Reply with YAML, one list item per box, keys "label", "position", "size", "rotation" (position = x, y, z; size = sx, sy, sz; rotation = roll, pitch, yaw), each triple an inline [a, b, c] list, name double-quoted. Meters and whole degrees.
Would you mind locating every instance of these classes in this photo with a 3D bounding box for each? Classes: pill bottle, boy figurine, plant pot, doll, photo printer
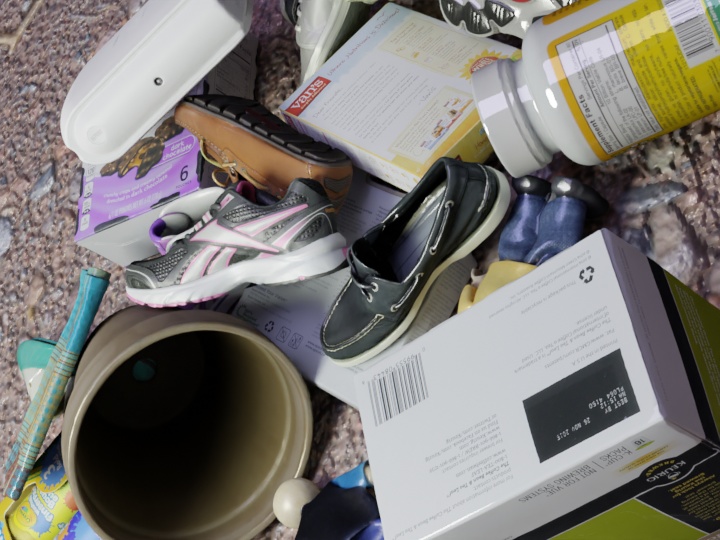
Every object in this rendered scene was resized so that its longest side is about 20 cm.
- label: "pill bottle"
  position: [0.183, -0.143, 1.107]
  size: [0.198, 0.113, 0.114]
  rotation: [-24, 54, 18]
- label: "boy figurine"
  position: [0.122, 0.032, 1.132]
  size: [0.123, 0.064, 0.203]
  rotation: [4, 73, 45]
- label: "plant pot"
  position: [-0.157, 0.108, 1.277]
  size: [0.201, 0.199, 0.173]
  rotation: [-56, 28, 4]
- label: "doll"
  position: [-0.005, 0.212, 1.167]
  size: [0.199, 0.048, 0.137]
  rotation: [32, 91, 46]
- label: "photo printer"
  position: [-0.183, -0.184, 1.375]
  size: [0.200, 0.069, 0.167]
  rotation: [-41, 19, 16]

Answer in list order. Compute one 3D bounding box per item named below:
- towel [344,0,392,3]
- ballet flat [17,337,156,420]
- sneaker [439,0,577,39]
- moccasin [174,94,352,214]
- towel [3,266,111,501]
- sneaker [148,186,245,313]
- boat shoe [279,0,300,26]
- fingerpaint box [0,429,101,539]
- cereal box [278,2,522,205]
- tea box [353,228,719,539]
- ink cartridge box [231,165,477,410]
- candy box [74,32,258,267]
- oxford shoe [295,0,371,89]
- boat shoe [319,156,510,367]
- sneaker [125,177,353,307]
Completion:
- label: "towel"
  position: [0.077, -0.270, 1.284]
  size: [0.199, 0.148, 0.037]
  rotation: [-26, 90, 30]
- label: "ballet flat"
  position: [-0.265, 0.105, 1.436]
  size: [0.198, 0.068, 0.071]
  rotation: [3, 51, 42]
- label: "sneaker"
  position: [0.157, -0.211, 1.217]
  size: [0.199, 0.083, 0.082]
  rotation: [28, 125, 32]
- label: "moccasin"
  position: [-0.087, -0.094, 1.314]
  size: [0.200, 0.073, 0.079]
  rotation: [29, 116, 32]
- label: "towel"
  position: [-0.263, 0.090, 1.341]
  size: [0.147, 0.021, 0.202]
  rotation: [-179, 112, -78]
- label: "sneaker"
  position: [-0.161, -0.001, 1.368]
  size: [0.200, 0.114, 0.073]
  rotation: [-45, 47, 21]
- label: "boat shoe"
  position: [0.004, -0.291, 1.396]
  size: [0.200, 0.072, 0.068]
  rotation: [-46, 42, 12]
- label: "fingerpaint box"
  position: [-0.241, 0.254, 1.341]
  size: [0.167, 0.073, 0.201]
  rotation: [-48, 45, 12]
- label: "cereal box"
  position: [0.042, -0.140, 1.278]
  size: [0.144, 0.040, 0.199]
  rotation: [-44, 41, -14]
- label: "tea box"
  position: [0.137, 0.105, 0.986]
  size: [0.199, 0.196, 0.135]
  rotation: [-31, 52, 26]
- label: "ink cartridge box"
  position: [0.000, 0.000, 1.275]
  size: [0.199, 0.040, 0.202]
  rotation: [25, 85, 46]
- label: "candy box"
  position: [-0.183, -0.126, 1.481]
  size: [0.166, 0.071, 0.202]
  rotation: [-20, 57, 34]
- label: "oxford shoe"
  position: [-0.028, -0.227, 1.362]
  size: [0.057, 0.075, 0.202]
  rotation: [20, 109, 18]
- label: "boat shoe"
  position: [0.024, -0.009, 1.172]
  size: [0.199, 0.066, 0.075]
  rotation: [-43, 45, 25]
- label: "sneaker"
  position: [-0.100, -0.026, 1.254]
  size: [0.198, 0.080, 0.088]
  rotation: [-12, 92, 21]
